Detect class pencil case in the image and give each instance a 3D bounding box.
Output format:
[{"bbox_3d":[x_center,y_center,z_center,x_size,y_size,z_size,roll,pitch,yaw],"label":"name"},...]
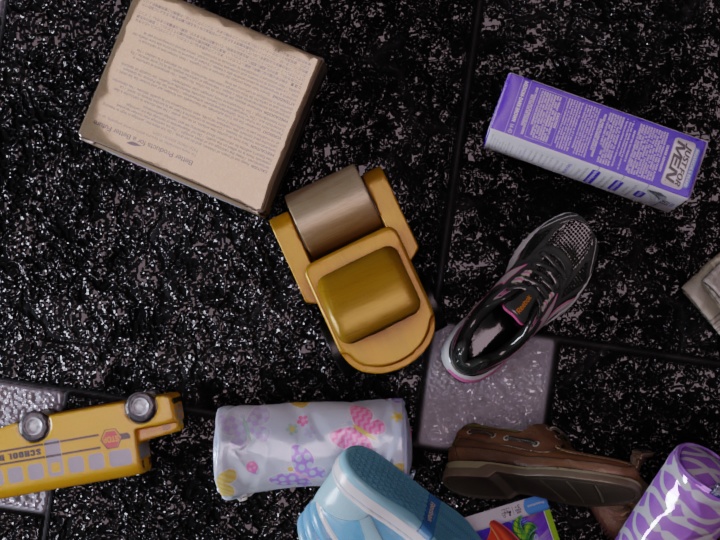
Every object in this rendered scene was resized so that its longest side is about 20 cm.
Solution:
[{"bbox_3d":[0.280,0.251,1.368,0.085,0.084,0.201,23,117,-10],"label":"pencil case"},{"bbox_3d":[-0.047,0.172,1.453,0.198,0.083,0.092,-4,73,1],"label":"pencil case"}]

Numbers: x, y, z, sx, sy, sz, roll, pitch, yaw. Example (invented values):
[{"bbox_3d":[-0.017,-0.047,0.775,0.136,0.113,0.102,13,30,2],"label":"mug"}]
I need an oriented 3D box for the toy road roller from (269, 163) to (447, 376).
[{"bbox_3d":[0.000,0.000,1.429,0.122,0.146,0.201,-25,87,0],"label":"toy road roller"}]

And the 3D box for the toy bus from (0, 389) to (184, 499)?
[{"bbox_3d":[-0.272,0.169,1.471,0.198,0.065,0.079,-10,87,2],"label":"toy bus"}]

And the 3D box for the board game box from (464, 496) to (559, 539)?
[{"bbox_3d":[0.103,0.309,1.432,0.198,0.045,0.135,-17,59,1],"label":"board game box"}]

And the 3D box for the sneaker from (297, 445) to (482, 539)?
[{"bbox_3d":[0.028,0.268,1.409,0.200,0.080,0.131,41,115,0],"label":"sneaker"}]

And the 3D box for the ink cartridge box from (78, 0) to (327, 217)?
[{"bbox_3d":[-0.153,-0.166,1.479,0.198,0.075,0.166,23,90,3],"label":"ink cartridge box"}]

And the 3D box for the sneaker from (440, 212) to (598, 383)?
[{"bbox_3d":[0.161,0.032,1.451,0.080,0.086,0.201,38,88,2],"label":"sneaker"}]

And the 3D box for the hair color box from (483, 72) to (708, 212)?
[{"bbox_3d":[0.223,-0.122,1.445,0.198,0.109,0.065,21,87,3],"label":"hair color box"}]

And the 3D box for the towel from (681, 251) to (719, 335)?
[{"bbox_3d":[0.446,0.028,1.467,0.200,0.035,0.193,-41,87,0],"label":"towel"}]

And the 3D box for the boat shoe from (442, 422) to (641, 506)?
[{"bbox_3d":[0.172,0.177,1.421,0.198,0.072,0.068,2,58,27],"label":"boat shoe"}]

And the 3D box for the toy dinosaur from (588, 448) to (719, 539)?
[{"bbox_3d":[0.298,0.246,1.441,0.198,0.086,0.137,-2,94,8],"label":"toy dinosaur"}]
